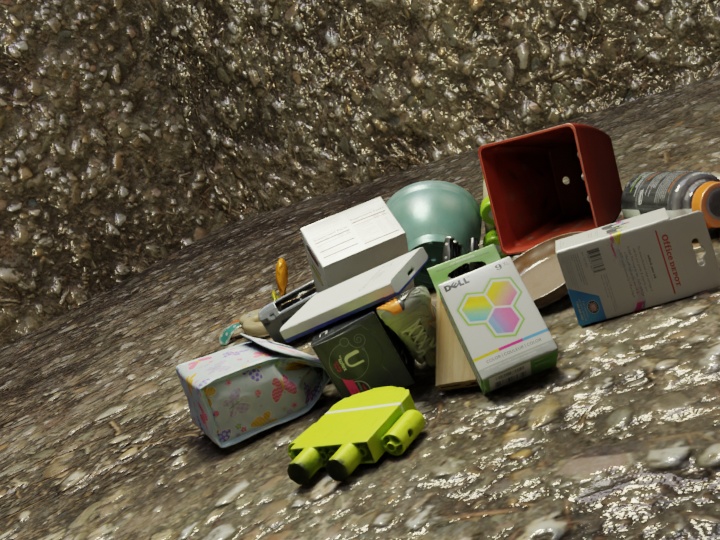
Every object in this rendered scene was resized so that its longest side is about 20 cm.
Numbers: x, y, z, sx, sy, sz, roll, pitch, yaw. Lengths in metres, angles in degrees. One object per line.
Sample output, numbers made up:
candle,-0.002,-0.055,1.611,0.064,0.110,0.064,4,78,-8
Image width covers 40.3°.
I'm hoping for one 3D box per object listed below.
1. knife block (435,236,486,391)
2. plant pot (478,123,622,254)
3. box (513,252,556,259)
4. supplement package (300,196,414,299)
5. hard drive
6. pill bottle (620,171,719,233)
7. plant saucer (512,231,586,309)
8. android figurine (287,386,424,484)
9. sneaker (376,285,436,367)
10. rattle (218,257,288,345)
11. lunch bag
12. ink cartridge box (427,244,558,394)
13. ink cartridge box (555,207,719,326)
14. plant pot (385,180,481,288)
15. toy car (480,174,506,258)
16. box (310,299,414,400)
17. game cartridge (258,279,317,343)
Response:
knife block,0.142,0.049,1.356,0.064,0.176,0.200,-15,13,31
plant pot,0.358,-0.154,1.743,0.200,0.200,0.176,-10,6,43
box,0.378,-0.035,1.684,0.144,0.036,0.200,-26,14,-23
supplement package,0.000,0.000,1.719,0.156,0.200,0.111,-22,46,-10
hard drive,-0.008,0.035,1.405,0.200,0.025,0.132,-24,11,32
pill bottle,0.521,-0.109,1.593,0.106,0.106,0.200,-24,11,-14
plant saucer,0.292,0.008,1.559,0.200,0.032,0.200,-30,18,11
android figurine,-0.004,0.204,1.240,0.182,0.041,0.200,-14,14,34
sneaker,0.085,0.084,1.365,0.076,0.092,0.200,-29,-19,10
rattle,-0.228,0.070,2.040,0.200,0.143,0.130,-6,36,34
lunch bag,-0.161,0.167,1.490,0.200,0.127,0.170,-18,12,-20
ink cartridge box,0.168,0.049,1.281,0.104,0.200,0.059,-22,-29,-2
ink cartridge box,0.383,-0.011,1.356,0.200,0.115,0.068,-17,12,16
plant pot,0.137,-0.052,1.871,0.200,0.200,0.134,-18,39,16
toy car,0.340,-0.122,1.917,0.200,0.158,0.164,-1,35,10
box,0.006,0.108,1.436,0.106,0.122,0.200,-29,9,8
game cartridge,-0.090,0.067,1.860,0.200,0.042,0.133,-28,-22,-5
